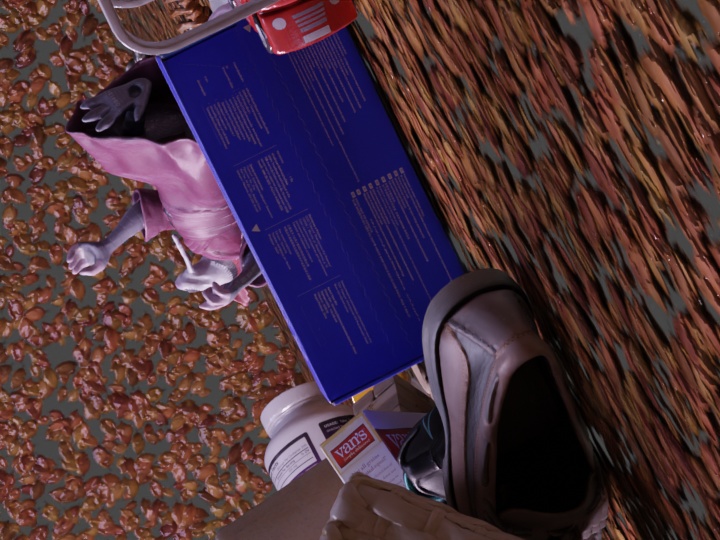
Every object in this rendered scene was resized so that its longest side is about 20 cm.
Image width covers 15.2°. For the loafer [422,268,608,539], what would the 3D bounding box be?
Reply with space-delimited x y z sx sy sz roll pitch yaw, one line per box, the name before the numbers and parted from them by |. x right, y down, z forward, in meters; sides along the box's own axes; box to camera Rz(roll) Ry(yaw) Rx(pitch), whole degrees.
loafer | 0.077 0.090 1.248 0.063 0.072 0.200 47 162 48

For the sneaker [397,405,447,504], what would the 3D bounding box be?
sneaker | 0.055 0.090 1.401 0.075 0.079 0.200 61 177 10

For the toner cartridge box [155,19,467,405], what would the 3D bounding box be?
toner cartridge box | -0.019 -0.041 1.384 0.200 0.095 0.043 64 175 -8

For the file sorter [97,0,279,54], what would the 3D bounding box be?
file sorter | -0.087 -0.199 1.088 0.200 0.124 0.139 57 173 50

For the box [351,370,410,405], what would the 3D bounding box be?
box | -0.006 0.017 1.733 0.200 0.041 0.119 -104 -5 -56

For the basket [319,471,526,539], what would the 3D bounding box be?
basket | 0.041 0.221 1.196 0.200 0.198 0.161 25 166 5

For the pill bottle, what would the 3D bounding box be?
pill bottle | -0.022 0.212 2.664 0.200 0.112 0.112 61 175 25

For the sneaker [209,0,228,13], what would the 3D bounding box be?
sneaker | -0.066 -0.110 1.640 0.200 0.071 0.073 65 175 -27

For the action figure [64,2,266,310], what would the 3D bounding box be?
action figure | -0.098 -0.055 1.611 0.134 0.149 0.200 22 155 27

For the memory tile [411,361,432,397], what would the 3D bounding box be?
memory tile | 0.057 0.072 1.653 0.200 0.017 0.153 60 174 41

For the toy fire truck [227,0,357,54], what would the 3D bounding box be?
toy fire truck | -0.069 -0.200 1.327 0.141 0.049 0.200 66 174 -29

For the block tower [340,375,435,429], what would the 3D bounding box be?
block tower | 0.034 0.151 1.565 0.058 0.054 0.200 35 -155 -30

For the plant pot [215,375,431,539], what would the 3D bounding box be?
plant pot | 0.007 0.203 1.888 0.201 0.183 0.200 62 176 9

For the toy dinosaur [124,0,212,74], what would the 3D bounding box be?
toy dinosaur | -0.093 -0.133 1.870 0.136 0.102 0.200 30 132 53

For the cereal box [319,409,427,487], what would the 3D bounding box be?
cereal box | 0.071 0.165 1.470 0.200 0.040 0.144 56 -163 17
